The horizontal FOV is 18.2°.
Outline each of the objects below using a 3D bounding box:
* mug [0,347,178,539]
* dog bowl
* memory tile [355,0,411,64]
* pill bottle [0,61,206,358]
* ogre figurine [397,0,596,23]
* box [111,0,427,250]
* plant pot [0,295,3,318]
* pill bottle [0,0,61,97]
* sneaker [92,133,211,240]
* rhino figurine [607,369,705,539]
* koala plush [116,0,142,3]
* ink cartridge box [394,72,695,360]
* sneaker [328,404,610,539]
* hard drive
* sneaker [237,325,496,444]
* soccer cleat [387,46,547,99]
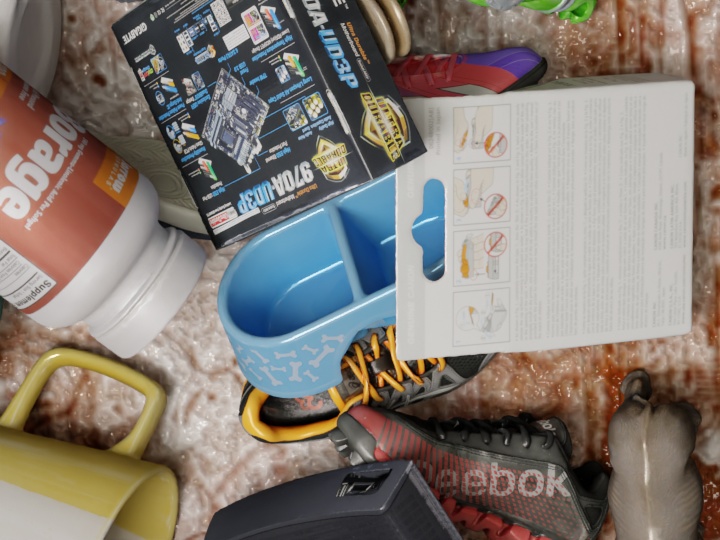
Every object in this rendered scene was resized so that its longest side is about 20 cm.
[{"bbox_3d":[-0.212,0.161,1.489,0.153,0.187,0.150,20,137,16],"label":"mug"},{"bbox_3d":[0.000,0.000,1.403,0.200,0.112,0.050,-25,139,10],"label":"dog bowl"},{"bbox_3d":[-0.039,-0.189,1.344,0.017,0.200,0.153,-30,103,-18],"label":"memory tile"},{"bbox_3d":[-0.195,-0.039,1.358,0.200,0.112,0.112,38,106,-17],"label":"pill bottle"},{"bbox_3d":[0.044,-0.199,1.358,0.200,0.120,0.098,45,105,0],"label":"ogre figurine"},{"bbox_3d":[-0.060,-0.110,1.340,0.200,0.046,0.159,-22,94,58],"label":"box"},{"bbox_3d":[-0.317,0.021,1.409,0.161,0.201,0.201,-37,92,36],"label":"plant pot"},{"bbox_3d":[-0.302,-0.158,1.439,0.200,0.113,0.113,9,102,9],"label":"pill bottle"},{"bbox_3d":[-0.173,-0.039,1.465,0.200,0.075,0.085,14,124,3],"label":"sneaker"},{"bbox_3d":[0.188,0.168,1.415,0.060,0.087,0.200,-3,100,13],"label":"rhino figurine"},{"bbox_3d":[-0.209,-0.261,1.376,0.200,0.177,0.184,7,112,6],"label":"koala plush"},{"bbox_3d":[0.107,-0.033,1.365,0.200,0.047,0.160,-5,102,-20],"label":"ink cartridge box"},{"bbox_3d":[0.077,0.122,1.420,0.200,0.071,0.098,29,96,-19],"label":"sneaker"},{"bbox_3d":[-0.010,0.193,1.408,0.200,0.042,0.135,-20,106,47],"label":"hard drive"},{"bbox_3d":[0.009,0.062,1.437,0.200,0.077,0.078,-29,92,14],"label":"sneaker"},{"bbox_3d":[0.018,-0.105,1.408,0.200,0.068,0.073,-22,99,18],"label":"soccer cleat"}]
